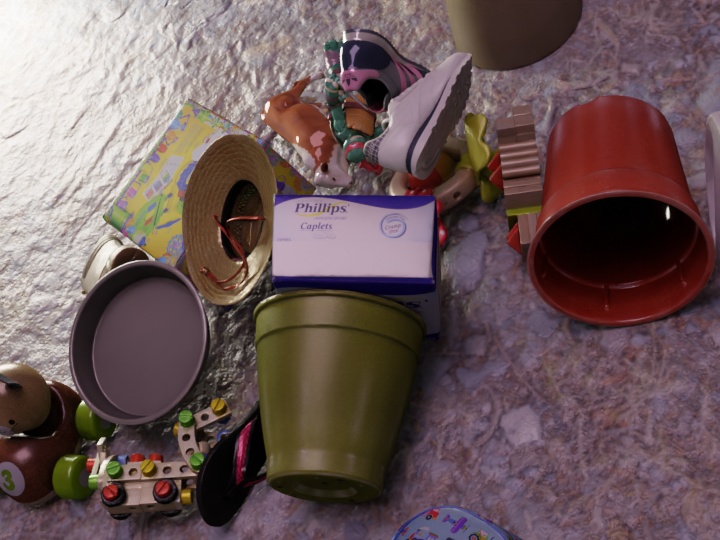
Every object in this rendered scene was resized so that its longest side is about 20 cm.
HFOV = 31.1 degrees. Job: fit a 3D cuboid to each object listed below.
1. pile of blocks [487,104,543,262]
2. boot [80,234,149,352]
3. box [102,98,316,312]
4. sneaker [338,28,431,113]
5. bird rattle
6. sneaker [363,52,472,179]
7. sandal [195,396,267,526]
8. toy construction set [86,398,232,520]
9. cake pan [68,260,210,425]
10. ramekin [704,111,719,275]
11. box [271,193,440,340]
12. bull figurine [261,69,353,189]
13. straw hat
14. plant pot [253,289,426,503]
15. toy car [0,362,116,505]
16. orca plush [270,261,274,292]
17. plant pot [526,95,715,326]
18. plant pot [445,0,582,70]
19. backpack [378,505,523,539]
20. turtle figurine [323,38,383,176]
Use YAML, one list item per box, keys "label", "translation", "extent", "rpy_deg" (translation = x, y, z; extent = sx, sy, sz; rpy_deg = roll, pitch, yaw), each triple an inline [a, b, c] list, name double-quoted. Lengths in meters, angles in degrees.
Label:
- label: "pile of blocks"
  translation: [0.186, -0.096, 1.546]
  extent: [0.061, 0.082, 0.203]
  rpy_deg: [-7, 74, 6]
- label: "boot"
  translation: [-0.334, 0.058, 1.713]
  extent: [0.154, 0.071, 0.203]
  rpy_deg: [23, 102, 64]
- label: "box"
  translation: [-0.201, -0.089, 1.699]
  extent: [0.192, 0.122, 0.201]
  rpy_deg: [32, 84, 45]
- label: "sneaker"
  translation: [0.038, -0.225, 1.612]
  extent: [0.070, 0.199, 0.083]
  rpy_deg: [-4, 70, 40]
- label: "bird rattle"
  translation: [0.100, -0.103, 1.629]
  extent: [0.200, 0.113, 0.163]
  rpy_deg: [-43, 30, 0]
- label: "sneaker"
  translation: [0.077, -0.200, 1.570]
  extent: [0.080, 0.077, 0.201]
  rpy_deg: [15, 52, 23]
- label: "sandal"
  translation: [-0.122, 0.205, 1.496]
  extent: [0.045, 0.075, 0.201]
  rpy_deg: [8, 56, 47]
- label: "toy construction set"
  translation: [-0.245, 0.228, 1.531]
  extent: [0.198, 0.092, 0.132]
  rpy_deg: [-14, 51, 17]
- label: "cake pan"
  translation: [-0.265, 0.089, 1.577]
  extent: [0.198, 0.037, 0.203]
  rpy_deg: [-6, 75, 23]
- label: "ramekin"
  translation: [0.424, -0.072, 1.359]
  extent: [0.093, 0.203, 0.204]
  rpy_deg: [-8, 51, 7]
- label: "box"
  translation: [0.000, 0.000, 1.471]
  extent: [0.181, 0.200, 0.106]
  rpy_deg: [1, 68, 6]
- label: "bull figurine"
  translation: [-0.055, -0.193, 1.776]
  extent: [0.121, 0.065, 0.200]
  rpy_deg: [-35, 54, -16]
- label: "straw hat"
  translation: [-0.128, -0.057, 1.547]
  extent: [0.200, 0.084, 0.204]
  rpy_deg: [-7, 80, 47]
- label: "plant pot"
  translation: [-0.032, 0.150, 1.434]
  extent: [0.198, 0.200, 0.195]
  rpy_deg: [-5, 65, 23]
- label: "toy car"
  translation: [-0.428, 0.180, 1.586]
  extent: [0.162, 0.201, 0.159]
  rpy_deg: [-1, 55, 26]
- label: "orca plush"
  translation: [-0.037, -0.012, 1.624]
  extent: [0.198, 0.071, 0.106]
  rpy_deg: [15, 62, 35]
- label: "plant pot"
  translation: [0.283, -0.079, 1.442]
  extent: [0.198, 0.202, 0.197]
  rpy_deg: [-12, 43, 18]
- label: "plant pot"
  translation: [0.183, -0.407, 1.729]
  extent: [0.185, 0.201, 0.189]
  rpy_deg: [-13, 50, 16]
- label: "backpack"
  translation: [0.084, 0.321, 1.267]
  extent: [0.181, 0.135, 0.201]
  rpy_deg: [24, 65, 37]
- label: "turtle figurine"
  translation: [0.000, -0.208, 1.678]
  extent: [0.100, 0.149, 0.202]
  rpy_deg: [-38, 41, 34]
